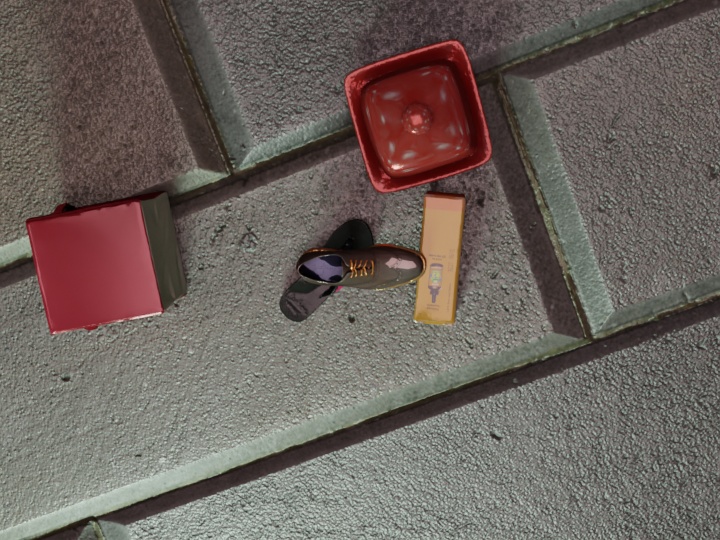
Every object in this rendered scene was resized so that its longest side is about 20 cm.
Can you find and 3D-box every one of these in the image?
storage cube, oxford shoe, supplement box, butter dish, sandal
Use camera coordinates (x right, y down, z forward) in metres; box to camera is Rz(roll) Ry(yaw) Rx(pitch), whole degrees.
[{"bbox_3d":[-0.384,-0.015,1.608,0.178,0.171,0.202,-11,97,5],"label":"storage cube"},{"bbox_3d":[0.000,0.000,1.580,0.198,0.073,0.072,-3,98,7],"label":"oxford shoe"},{"bbox_3d":[0.123,-0.019,1.620,0.066,0.069,0.202,6,98,5],"label":"supplement box"},{"bbox_3d":[0.085,-0.225,1.549,0.198,0.148,0.201,-16,98,6],"label":"butter dish"},{"bbox_3d":[-0.051,0.006,1.647,0.075,0.045,0.200,42,100,-2],"label":"sandal"}]
